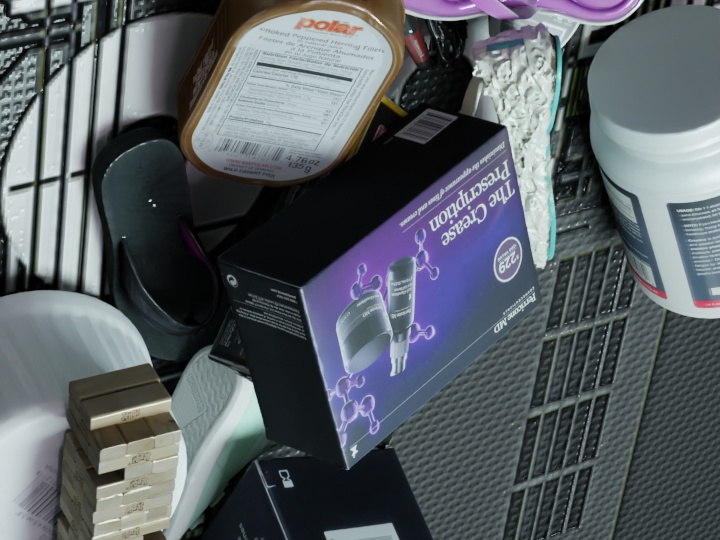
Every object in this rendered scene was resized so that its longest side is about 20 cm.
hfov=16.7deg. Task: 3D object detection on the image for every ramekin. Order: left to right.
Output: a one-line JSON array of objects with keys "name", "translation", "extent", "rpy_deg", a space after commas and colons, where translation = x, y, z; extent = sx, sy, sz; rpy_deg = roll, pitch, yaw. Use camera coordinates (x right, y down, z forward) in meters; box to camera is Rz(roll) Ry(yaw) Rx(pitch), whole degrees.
[{"name": "ramekin", "translation": [-0.206, 0.120, 1.537], "extent": [0.200, 0.098, 0.201], "rpy_deg": [-19, 135, -20]}]

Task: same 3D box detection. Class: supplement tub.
[{"name": "supplement tub", "translation": [0.240, -0.075, 1.734], "extent": [0.140, 0.140, 0.200], "rpy_deg": [-36, 139, -11]}]

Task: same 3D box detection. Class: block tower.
[{"name": "block tower", "translation": [-0.151, 0.154, 1.491], "extent": [0.058, 0.054, 0.201], "rpy_deg": [-12, 132, -24]}]

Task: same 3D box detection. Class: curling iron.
[{"name": "curling iron", "translation": [0.016, -0.196, 1.539], "extent": [0.050, 0.025, 0.200], "rpy_deg": [-61, 138, -21]}]

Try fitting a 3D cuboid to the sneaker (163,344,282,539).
[{"name": "sneaker", "translation": [-0.102, 0.139, 1.675], "extent": [0.118, 0.074, 0.201], "rpy_deg": [7, 124, -54]}]

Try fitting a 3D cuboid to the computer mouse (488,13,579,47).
[{"name": "computer mouse", "translation": [0.134, -0.232, 1.592], "extent": [0.109, 0.044, 0.200], "rpy_deg": [15, 112, -36]}]

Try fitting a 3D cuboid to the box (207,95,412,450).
[{"name": "box", "translation": [0.000, 0.000, 1.619], "extent": [0.160, 0.049, 0.201], "rpy_deg": [35, 77, -51]}]

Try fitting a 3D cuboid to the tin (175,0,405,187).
[{"name": "tin", "translation": [-0.042, -0.114, 1.472], "extent": [0.112, 0.042, 0.200], "rpy_deg": [5, 148, -19]}]

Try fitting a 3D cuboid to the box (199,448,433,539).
[{"name": "box", "translation": [-0.029, 0.255, 1.638], "extent": [0.117, 0.197, 0.200], "rpy_deg": [-3, 145, -34]}]

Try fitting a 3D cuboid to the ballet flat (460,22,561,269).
[{"name": "ballet flat", "translation": [0.096, -0.082, 1.611], "extent": [0.072, 0.072, 0.200], "rpy_deg": [-25, 139, -22]}]

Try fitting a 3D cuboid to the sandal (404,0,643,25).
[{"name": "sandal", "translation": [0.106, -0.188, 1.542], "extent": [0.202, 0.050, 0.083], "rpy_deg": [-2, 121, -29]}]

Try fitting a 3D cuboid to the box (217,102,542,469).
[{"name": "box", "translation": [0.017, 0.008, 1.546], "extent": [0.200, 0.079, 0.142], "rpy_deg": [-39, 132, -33]}]

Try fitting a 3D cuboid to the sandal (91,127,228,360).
[{"name": "sandal", "translation": [-0.125, -0.002, 1.557], "extent": [0.075, 0.048, 0.201], "rpy_deg": [-30, 139, -14]}]
